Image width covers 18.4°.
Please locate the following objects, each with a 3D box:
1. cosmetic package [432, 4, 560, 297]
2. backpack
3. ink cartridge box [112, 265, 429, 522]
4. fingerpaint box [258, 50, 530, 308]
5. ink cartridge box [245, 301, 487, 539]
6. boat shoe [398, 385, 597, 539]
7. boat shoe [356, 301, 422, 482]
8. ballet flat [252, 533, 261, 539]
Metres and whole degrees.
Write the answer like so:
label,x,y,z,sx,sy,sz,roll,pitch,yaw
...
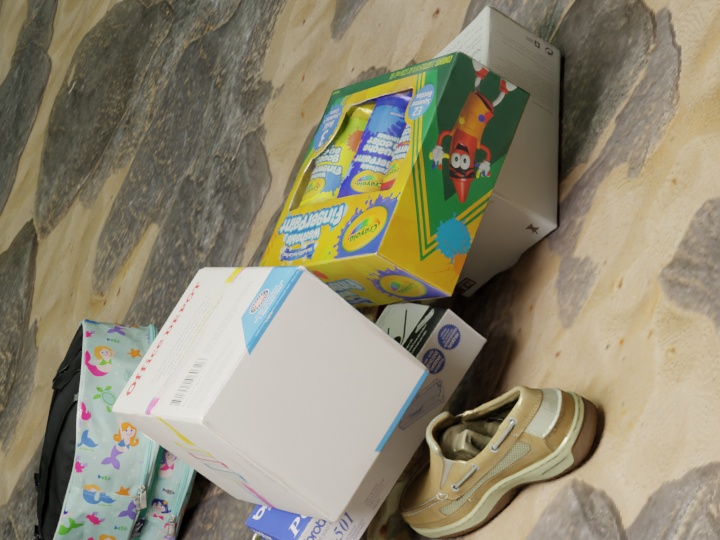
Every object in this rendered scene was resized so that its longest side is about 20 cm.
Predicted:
label,x,y,z,sx,sy,sz,roll,pitch,yaw
cosmetic package,0.092,-0.093,1.729,0.113,0.081,0.200,-42,29,38
backpack,-0.218,0.148,1.998,0.178,0.150,0.201,-97,13,-55
ink cartridge box,-0.071,0.083,1.560,0.129,0.125,0.200,-57,21,-14
fingerpaint box,0.019,-0.062,1.651,0.200,0.073,0.167,-8,56,62
ink cartridge box,0.003,0.117,1.592,0.200,0.044,0.094,-57,23,-12
boat shoe,0.076,0.122,1.523,0.200,0.076,0.072,-40,33,45
boat shoe,0.023,0.070,1.702,0.069,0.074,0.200,-38,39,27
ballet flat,-0.067,0.238,1.705,0.067,0.067,0.200,32,90,30
